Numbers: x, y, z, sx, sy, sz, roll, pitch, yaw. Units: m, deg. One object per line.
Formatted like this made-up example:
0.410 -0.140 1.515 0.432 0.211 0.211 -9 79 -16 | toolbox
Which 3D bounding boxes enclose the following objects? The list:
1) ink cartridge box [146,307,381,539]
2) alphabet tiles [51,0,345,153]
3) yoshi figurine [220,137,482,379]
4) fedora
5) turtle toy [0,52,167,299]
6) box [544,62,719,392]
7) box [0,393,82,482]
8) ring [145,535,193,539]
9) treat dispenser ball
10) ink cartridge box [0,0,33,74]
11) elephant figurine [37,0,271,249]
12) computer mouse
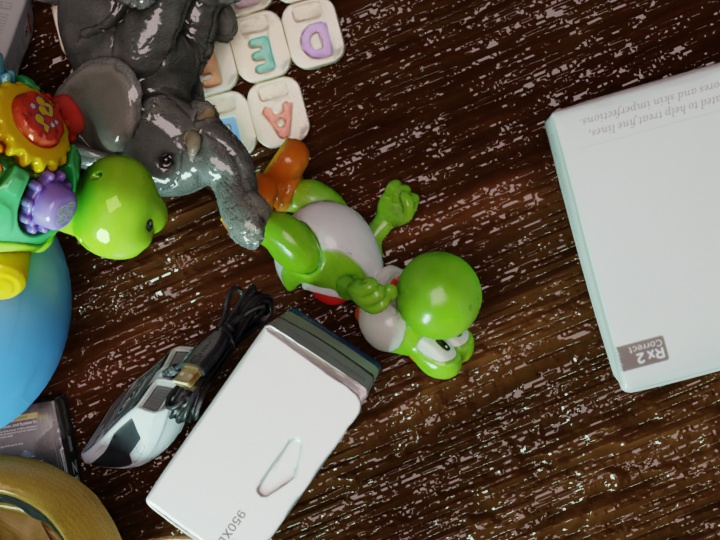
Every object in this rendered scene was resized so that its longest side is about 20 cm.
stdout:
-0.061 0.109 1.409 0.084 0.200 0.145 34 93 1 | ink cartridge box
-0.117 -0.175 1.497 0.200 0.015 0.196 -14 91 3 | alphabet tiles
0.009 -0.011 1.451 0.200 0.112 0.112 40 87 -2 | yoshi figurine
-0.245 0.227 1.424 0.200 0.082 0.201 0 72 1 | fedora
-0.216 -0.064 1.322 0.101 0.146 0.200 -31 133 32 | turtle toy
0.246 -0.037 1.422 0.199 0.131 0.200 -15 91 3 | box
-0.298 0.186 1.501 0.200 0.049 0.161 -11 94 4 | box
-0.105 0.268 1.457 0.200 0.019 0.201 8 124 11 | ring
-0.298 0.022 1.420 0.201 0.201 0.201 0 92 3 | treat dispenser ball
-0.327 -0.128 1.436 0.162 0.050 0.200 9 52 3 | ink cartridge box
-0.146 -0.112 1.422 0.141 0.155 0.200 3 85 -20 | elephant figurine
-0.130 0.089 1.436 0.044 0.200 0.110 37 52 -11 | computer mouse
